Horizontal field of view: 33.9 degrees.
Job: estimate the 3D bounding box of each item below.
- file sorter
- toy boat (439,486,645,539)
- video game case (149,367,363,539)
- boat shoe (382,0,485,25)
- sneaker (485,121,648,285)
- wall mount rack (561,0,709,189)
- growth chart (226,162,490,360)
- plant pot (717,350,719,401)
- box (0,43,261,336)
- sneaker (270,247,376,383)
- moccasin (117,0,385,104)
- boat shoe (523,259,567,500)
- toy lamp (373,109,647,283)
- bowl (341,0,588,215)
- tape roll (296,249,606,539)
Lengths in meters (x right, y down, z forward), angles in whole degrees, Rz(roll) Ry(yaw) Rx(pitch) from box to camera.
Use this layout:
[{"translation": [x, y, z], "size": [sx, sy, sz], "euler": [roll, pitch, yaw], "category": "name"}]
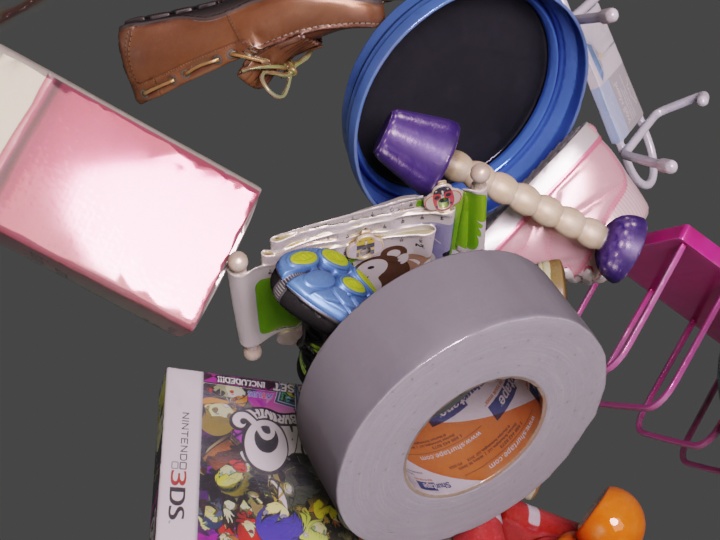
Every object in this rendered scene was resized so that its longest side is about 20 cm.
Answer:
[{"translation": [0.267, 0.079, 0.917], "size": [0.198, 0.139, 0.127], "euler": [34, 80, -9], "category": "file sorter"}, {"translation": [0.159, 0.210, 0.863], "size": [0.197, 0.131, 0.132], "euler": [22, 119, -15], "category": "toy boat"}, {"translation": [-0.047, 0.158, 0.829], "size": [0.196, 0.036, 0.183], "euler": [9, 43, -13], "category": "video game case"}, {"translation": [0.003, -0.228, 0.896], "size": [0.198, 0.072, 0.066], "euler": [33, 90, 12], "category": "boat shoe"}, {"translation": [0.135, -0.006, 0.903], "size": [0.105, 0.075, 0.200], "euler": [45, 95, -5], "category": "sneaker"}, {"translation": [0.208, -0.153, 0.910], "size": [0.174, 0.074, 0.202], "euler": [-45, 112, -52], "category": "wall mount rack"}, {"translation": [0.000, 0.000, 0.819], "size": [0.197, 0.146, 0.018], "euler": [-19, 56, -1], "category": "growth chart"}, {"translation": [0.331, 0.072, 0.780], "size": [0.197, 0.161, 0.205], "euler": [0, 89, -11], "category": "plant pot"}, {"translation": [-0.183, -0.048, 0.817], "size": [0.198, 0.128, 0.110], "euler": [28, 80, -10], "category": "box"}, {"translation": [-0.012, 0.052, 0.804], "size": [0.082, 0.200, 0.071], "euler": [-31, 59, 5], "category": "sneaker"}, {"translation": [-0.078, -0.163, 0.860], "size": [0.198, 0.074, 0.079], "euler": [-12, 103, 6], "category": "moccasin"}, {"translation": [0.116, 0.082, 0.890], "size": [0.063, 0.073, 0.203], "euler": [5, 116, 6], "category": "boat shoe"}, {"translation": [0.103, -0.054, 0.829], "size": [0.197, 0.058, 0.059], "euler": [25, 80, -6], "category": "toy lamp"}, {"translation": [0.076, -0.126, 0.877], "size": [0.198, 0.040, 0.203], "euler": [-17, 133, -19], "category": "bowl"}, {"translation": [0.060, 0.086, 0.765], "size": [0.197, 0.202, 0.066], "euler": [-21, 46, -15], "category": "tape roll"}]
